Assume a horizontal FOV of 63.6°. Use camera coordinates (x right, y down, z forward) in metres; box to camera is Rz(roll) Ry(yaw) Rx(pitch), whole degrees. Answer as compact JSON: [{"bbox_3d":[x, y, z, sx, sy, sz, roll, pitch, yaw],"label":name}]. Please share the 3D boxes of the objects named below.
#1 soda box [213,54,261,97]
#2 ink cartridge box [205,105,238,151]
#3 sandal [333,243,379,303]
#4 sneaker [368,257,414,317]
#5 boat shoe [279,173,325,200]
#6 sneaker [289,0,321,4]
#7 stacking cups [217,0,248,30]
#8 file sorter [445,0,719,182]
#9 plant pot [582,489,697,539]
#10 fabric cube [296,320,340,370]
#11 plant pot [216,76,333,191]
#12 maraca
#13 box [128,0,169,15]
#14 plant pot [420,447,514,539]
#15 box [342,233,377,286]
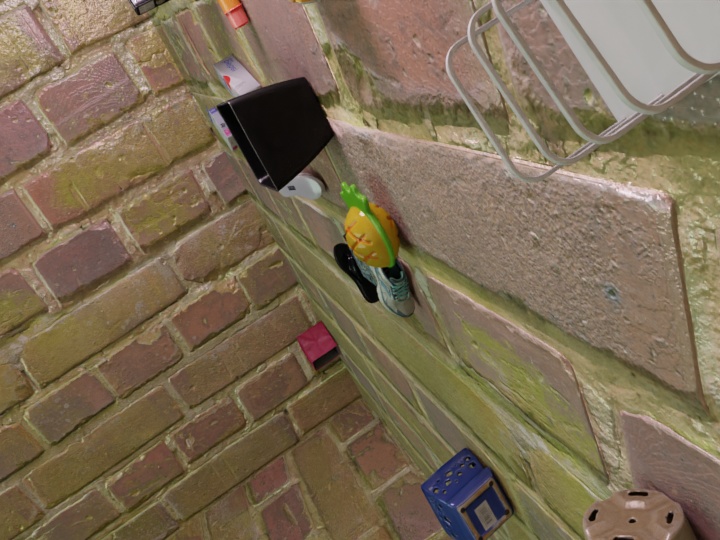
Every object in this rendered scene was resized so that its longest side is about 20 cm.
[{"bbox_3d":[-0.346,-0.535,1.660,0.200,0.068,0.064,51,167,34],"label":"soda box"},{"bbox_3d":[-0.624,-0.647,2.615,0.201,0.042,0.120,52,168,13],"label":"ink cartridge box"},{"bbox_3d":[0.001,0.000,1.647,0.201,0.075,0.048,52,144,-8],"label":"sandal"},{"bbox_3d":[0.076,0.030,1.353,0.202,0.077,0.086,62,164,-20],"label":"sneaker"},{"bbox_3d":[-0.157,-0.243,1.641,0.198,0.066,0.073,3,125,50],"label":"boat shoe"},{"bbox_3d":[-0.112,-0.468,0.856,0.200,0.078,0.078,47,152,31],"label":"sneaker"},{"bbox_3d":[-0.317,-0.635,1.284,0.202,0.060,0.060,63,167,-25],"label":"stacking cups"},{"bbox_3d":[0.158,-0.160,0.374,0.140,0.124,0.200,56,168,1],"label":"file sorter"},{"bbox_3d":[0.397,0.417,0.794,0.200,0.198,0.186,-178,67,-76],"label":"plant pot"},{"bbox_3d":[-0.267,0.482,3.709,0.200,0.198,0.197,53,168,24],"label":"fabric cube"},{"bbox_3d":[-0.177,-0.312,1.260,0.202,0.176,0.199,61,168,-21],"label":"plant pot"},{"bbox_3d":[0.015,-0.092,1.203,0.137,0.106,0.202,22,143,59],"label":"maraca"},{"bbox_3d":[-0.510,-0.752,1.441,0.162,0.199,0.049,57,167,-2],"label":"box"},{"bbox_3d":[0.332,0.695,1.754,0.202,0.199,0.179,60,162,-11],"label":"plant pot"},{"bbox_3d":[0.032,-0.020,1.494,0.138,0.040,0.200,62,168,-27],"label":"box"}]
